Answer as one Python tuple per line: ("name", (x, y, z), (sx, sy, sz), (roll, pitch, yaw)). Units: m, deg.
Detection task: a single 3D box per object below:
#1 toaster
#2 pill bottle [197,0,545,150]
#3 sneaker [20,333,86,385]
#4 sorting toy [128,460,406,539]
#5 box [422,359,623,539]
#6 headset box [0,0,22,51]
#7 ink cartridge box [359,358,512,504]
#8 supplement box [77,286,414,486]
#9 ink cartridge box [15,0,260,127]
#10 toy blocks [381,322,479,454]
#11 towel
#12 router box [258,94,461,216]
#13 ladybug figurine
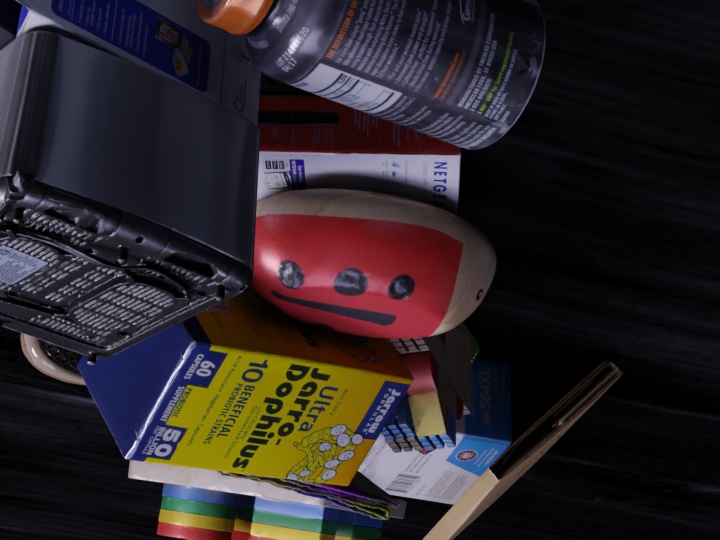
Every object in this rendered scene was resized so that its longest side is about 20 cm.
("toaster", (-0.171, -0.040, 1.170), (0.181, 0.119, 0.200), (21, 150, -33))
("pill bottle", (0.004, -0.151, 1.169), (0.200, 0.106, 0.106), (18, 147, -27))
("sneaker", (-0.201, 0.058, 1.483), (0.075, 0.071, 0.200), (-18, 171, 31))
("sorting toy", (-0.087, 0.227, 1.797), (0.198, 0.070, 0.200), (5, 173, 23))
("box", (0.138, 0.168, 1.710), (0.021, 0.163, 0.200), (47, 150, 9))
("headset box", (-0.243, -0.138, 1.221), (0.174, 0.093, 0.200), (-19, 145, 34))
("ink cartridge box", (0.015, 0.130, 1.699), (0.200, 0.084, 0.146), (11, 150, -14))
("supplement box", (-0.082, 0.074, 1.407), (0.200, 0.110, 0.109), (11, 120, -38))
("ink cartridge box", (-0.144, -0.160, 1.169), (0.039, 0.100, 0.200), (-23, 142, 40))
("toy blocks", (0.045, 0.082, 1.556), (0.100, 0.137, 0.200), (-8, 150, 17))
("towel", (-0.074, 0.143, 1.524), (0.144, 0.023, 0.200), (32, -174, 42))
("router box", (-0.019, -0.053, 1.406), (0.179, 0.049, 0.200), (1, 151, 2))
("ladybug figurine", (0.000, 0.000, 1.375), (0.200, 0.072, 0.136), (10, 150, -14))
